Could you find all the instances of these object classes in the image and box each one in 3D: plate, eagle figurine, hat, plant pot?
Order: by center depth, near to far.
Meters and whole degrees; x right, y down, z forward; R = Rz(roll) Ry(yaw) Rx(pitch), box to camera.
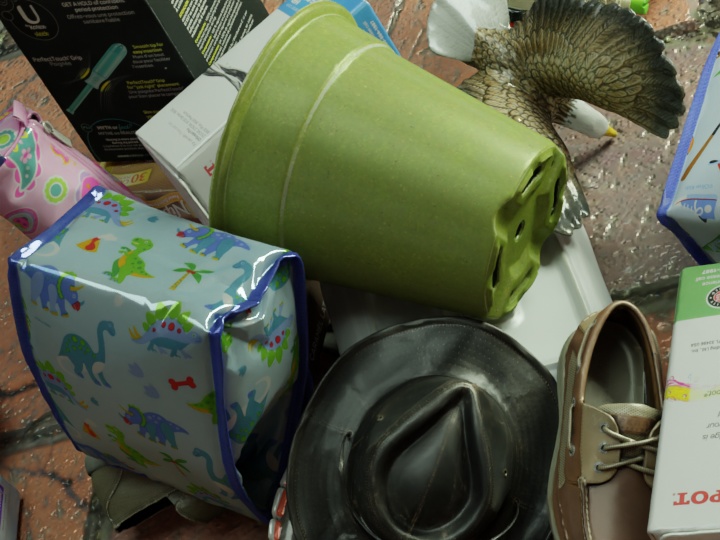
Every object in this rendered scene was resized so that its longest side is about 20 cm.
[{"bbox_3d":[0.045,0.119,1.168,0.199,0.081,0.202,0,76,0],"label":"hat"},{"bbox_3d":[0.029,-0.055,1.246,0.189,0.201,0.201,23,65,22],"label":"plant pot"},{"bbox_3d":[0.080,0.033,1.286,0.198,0.032,0.201,-13,42,-2],"label":"plate"},{"bbox_3d":[0.136,-0.127,1.361,0.149,0.153,0.200,-4,18,-9],"label":"eagle figurine"}]

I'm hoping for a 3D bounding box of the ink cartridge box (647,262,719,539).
[{"bbox_3d":[0.262,0.090,1.116,0.144,0.084,0.201,-9,47,28],"label":"ink cartridge box"}]

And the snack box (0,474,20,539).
[{"bbox_3d":[-0.330,0.254,1.384,0.141,0.053,0.201,-20,43,16],"label":"snack box"}]

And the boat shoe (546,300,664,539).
[{"bbox_3d":[0.156,0.109,1.151,0.075,0.072,0.201,3,58,-9],"label":"boat shoe"}]

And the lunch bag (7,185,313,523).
[{"bbox_3d":[-0.126,0.066,1.235,0.169,0.201,0.127,18,39,26],"label":"lunch bag"}]

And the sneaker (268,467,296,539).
[{"bbox_3d":[0.003,0.145,1.250,0.081,0.077,0.201,6,56,29],"label":"sneaker"}]

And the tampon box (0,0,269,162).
[{"bbox_3d":[-0.178,-0.203,1.511,0.149,0.201,0.127,0,52,27],"label":"tampon box"}]

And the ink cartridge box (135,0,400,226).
[{"bbox_3d":[-0.055,-0.110,1.469,0.200,0.145,0.084,-42,40,-8],"label":"ink cartridge box"}]

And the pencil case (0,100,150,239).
[{"bbox_3d":[-0.225,-0.051,1.486,0.087,0.200,0.088,-34,34,27],"label":"pencil case"}]

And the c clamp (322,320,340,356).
[{"bbox_3d":[0.000,0.000,1.419,0.170,0.027,0.201,8,57,39],"label":"c clamp"}]

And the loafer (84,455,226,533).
[{"bbox_3d":[-0.103,0.146,1.333,0.199,0.075,0.070,-14,76,23],"label":"loafer"}]

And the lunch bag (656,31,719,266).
[{"bbox_3d":[0.311,-0.092,1.227,0.169,0.124,0.201,0,60,35],"label":"lunch bag"}]

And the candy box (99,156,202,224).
[{"bbox_3d":[-0.145,-0.127,1.613,0.115,0.055,0.201,-1,51,31],"label":"candy box"}]

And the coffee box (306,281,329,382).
[{"bbox_3d":[-0.125,0.048,1.399,0.199,0.080,0.115,-17,45,32],"label":"coffee box"}]

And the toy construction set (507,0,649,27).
[{"bbox_3d":[0.167,-0.240,1.492,0.198,0.093,0.131,-1,24,24],"label":"toy construction set"}]
